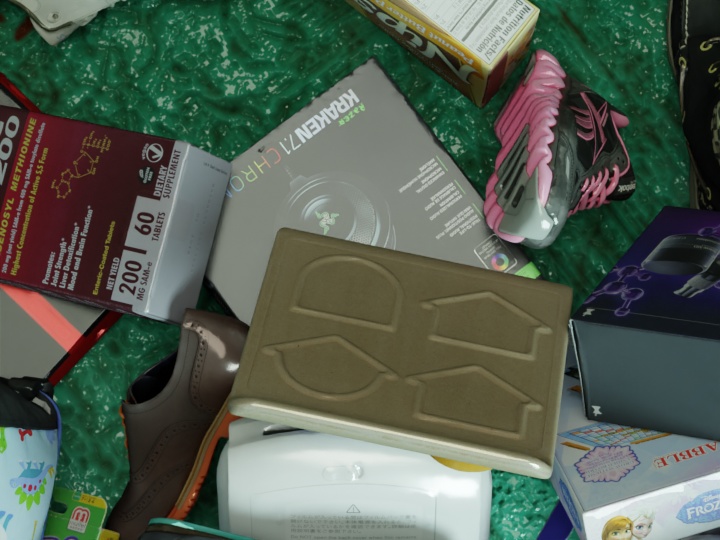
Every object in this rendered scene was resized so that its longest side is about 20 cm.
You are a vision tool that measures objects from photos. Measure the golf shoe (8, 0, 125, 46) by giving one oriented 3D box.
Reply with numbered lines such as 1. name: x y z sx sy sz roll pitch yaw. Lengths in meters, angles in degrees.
1. golf shoe: -0.176 -0.193 1.607 0.199 0.078 0.098 11 99 7

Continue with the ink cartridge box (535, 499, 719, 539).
1. ink cartridge box: 0.190 0.160 1.462 0.199 0.198 0.044 1 122 27

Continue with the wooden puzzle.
1. wooden puzzle: 0.026 0.054 1.427 0.184 0.200 0.046 12 122 1

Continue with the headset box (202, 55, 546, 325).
1. headset box: 0.000 0.000 1.557 0.174 0.093 0.200 -36 84 -5

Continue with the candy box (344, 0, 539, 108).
1. candy box: 0.019 -0.195 1.575 0.200 0.115 0.055 38 84 5

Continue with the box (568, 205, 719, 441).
1. box: 0.246 0.036 1.447 0.199 0.079 0.141 7 37 32

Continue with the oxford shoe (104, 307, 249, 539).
1. oxford shoe: -0.121 0.099 1.515 0.072 0.071 0.200 27 120 -11

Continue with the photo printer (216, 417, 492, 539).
1. photo printer: -0.004 0.159 1.485 0.166 0.201 0.070 0 44 0

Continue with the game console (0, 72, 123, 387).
1. game console: -0.247 -0.019 1.595 0.200 0.031 0.177 43 89 6

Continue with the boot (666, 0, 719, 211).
1. boot: 0.243 -0.123 1.545 0.073 0.154 0.205 -3 81 -1

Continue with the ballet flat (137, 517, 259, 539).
1. ballet flat: -0.034 0.189 1.414 0.199 0.073 0.073 8 82 -6

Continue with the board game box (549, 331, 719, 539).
1. board game box: 0.205 0.084 1.499 0.199 0.200 0.041 -16 119 -4

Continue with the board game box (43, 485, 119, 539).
1. board game box: -0.216 0.233 1.534 0.095 0.030 0.201 10 83 33

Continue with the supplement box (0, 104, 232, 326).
1. supplement box: -0.188 -0.040 1.515 0.199 0.061 0.109 12 85 27

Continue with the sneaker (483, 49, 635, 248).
1. sneaker: 0.134 -0.067 1.534 0.095 0.200 0.079 30 120 -9

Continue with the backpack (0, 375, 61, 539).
1. backpack: -0.292 0.158 1.492 0.182 0.147 0.201 6 91 30
